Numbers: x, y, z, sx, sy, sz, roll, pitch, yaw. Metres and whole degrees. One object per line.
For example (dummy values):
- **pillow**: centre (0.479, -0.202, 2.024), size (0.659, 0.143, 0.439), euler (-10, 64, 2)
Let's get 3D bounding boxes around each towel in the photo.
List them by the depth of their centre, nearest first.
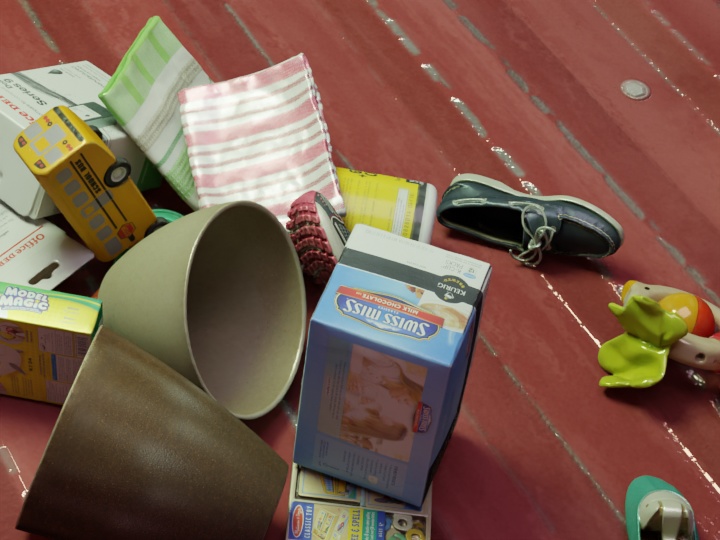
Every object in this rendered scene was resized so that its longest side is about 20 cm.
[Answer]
- **towel**: centre (-0.102, -0.118, 1.707), size (0.145, 0.030, 0.201), euler (-16, 58, 4)
- **towel**: centre (-0.178, -0.153, 1.786), size (0.031, 0.200, 0.150), euler (-21, 32, 34)

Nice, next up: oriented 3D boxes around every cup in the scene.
- **cup**: centre (-0.162, 0.038, 1.603), size (0.142, 0.201, 0.201), euler (-2, 38, 30)

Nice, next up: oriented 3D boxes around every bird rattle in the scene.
- **bird rattle**: centre (0.336, 0.061, 1.711), size (0.198, 0.114, 0.163), euler (6, 29, -7)

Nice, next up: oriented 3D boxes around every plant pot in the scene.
- **plant pot**: centre (-0.169, 0.172, 1.477), size (0.199, 0.187, 0.188), euler (23, 45, -6)

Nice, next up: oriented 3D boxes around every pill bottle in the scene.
- **pill bottle**: centre (-0.026, -0.049, 1.744), size (0.198, 0.113, 0.113), euler (10, 45, 0)

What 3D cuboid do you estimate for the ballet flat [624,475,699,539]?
- **ballet flat**: centre (0.279, 0.251, 1.531), size (0.067, 0.071, 0.201), euler (6, 45, -3)

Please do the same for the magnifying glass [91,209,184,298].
- **magnifying glass**: centre (-0.235, 0.004, 1.722), size (0.079, 0.023, 0.200), euler (24, 48, 14)

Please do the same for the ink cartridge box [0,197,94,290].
- **ink cartridge box**: centre (-0.371, -0.014, 1.683), size (0.199, 0.068, 0.116), euler (31, 48, 20)

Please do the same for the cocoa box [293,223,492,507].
- **cocoa box**: centre (0.026, 0.087, 1.522), size (0.132, 0.201, 0.132), euler (18, 46, 9)

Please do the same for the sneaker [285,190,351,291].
- **sneaker**: centre (0.000, 0.000, 1.659), size (0.075, 0.201, 0.080), euler (-46, 27, -21)

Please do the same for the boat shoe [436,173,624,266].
- **boat shoe**: centre (0.178, -0.048, 1.803), size (0.198, 0.075, 0.062), euler (20, 44, 12)

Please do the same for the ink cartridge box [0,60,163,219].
- **ink cartridge box**: centre (-0.308, -0.138, 1.758), size (0.145, 0.085, 0.200), euler (34, 28, 21)

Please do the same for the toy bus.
- **toy bus**: centre (-0.255, -0.075, 1.654), size (0.078, 0.200, 0.065), euler (-39, 57, -8)

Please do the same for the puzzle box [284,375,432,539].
- **puzzle box**: centre (0.001, 0.183, 1.583), size (0.132, 0.026, 0.201), euler (6, 46, -3)

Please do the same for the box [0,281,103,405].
- **box**: centre (-0.338, 0.063, 1.579), size (0.198, 0.118, 0.049), euler (9, 47, 1)
